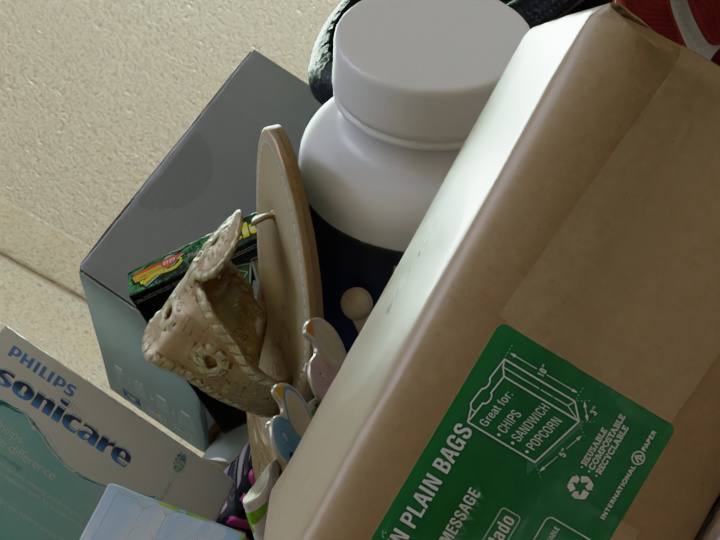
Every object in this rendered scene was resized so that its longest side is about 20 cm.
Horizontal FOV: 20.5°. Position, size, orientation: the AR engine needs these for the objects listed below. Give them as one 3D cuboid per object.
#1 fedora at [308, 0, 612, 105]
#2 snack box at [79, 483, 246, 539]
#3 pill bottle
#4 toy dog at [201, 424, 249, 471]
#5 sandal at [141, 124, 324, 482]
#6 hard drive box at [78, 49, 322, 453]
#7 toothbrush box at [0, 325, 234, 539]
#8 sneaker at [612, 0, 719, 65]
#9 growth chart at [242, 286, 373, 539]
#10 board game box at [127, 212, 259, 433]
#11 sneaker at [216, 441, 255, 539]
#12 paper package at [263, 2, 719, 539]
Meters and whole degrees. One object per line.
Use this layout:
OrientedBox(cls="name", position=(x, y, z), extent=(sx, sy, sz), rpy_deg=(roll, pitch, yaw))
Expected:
OrientedBox(cls="fedora", position=(0.075, -0.117, 0.990), extent=(0.200, 0.092, 0.201), rpy_deg=(-24, 28, 14))
OrientedBox(cls="snack box", position=(-0.104, 0.213, 0.812), extent=(0.200, 0.067, 0.169), rpy_deg=(90, -159, -54))
OrientedBox(cls="pill bottle", position=(0.027, -0.016, 0.859), extent=(0.111, 0.110, 0.201), rpy_deg=(-64, -19, -50))
OrientedBox(cls="toy dog", position=(-0.037, 0.113, 1.159), extent=(0.200, 0.096, 0.132), rpy_deg=(-56, -10, -3))
OrientedBox(cls="sandal", position=(-0.058, 0.037, 0.852), extent=(0.078, 0.069, 0.212), rpy_deg=(-116, 18, -44))
OrientedBox(cls="hard drive box", position=(-0.075, -0.004, 1.111), extent=(0.156, 0.077, 0.200), rpy_deg=(-53, -11, -18))
OrientedBox(cls="toothbrush box", position=(-0.172, 0.152, 0.973), extent=(0.085, 0.146, 0.201), rpy_deg=(-43, 17, 49))
OrientedBox(cls="sneaker", position=(0.130, -0.106, 0.903), extent=(0.201, 0.078, 0.116), rpy_deg=(-61, 4, -11))
OrientedBox(cls="growth chart", position=(-0.006, 0.112, 0.768), extent=(0.018, 0.145, 0.200), rpy_deg=(-10, 34, 26))
OrientedBox(cls="board game box", position=(0.000, 0.000, 0.950), extent=(0.199, 0.105, 0.024), rpy_deg=(-24, 37, 7))
OrientedBox(cls="sneaker", position=(-0.041, 0.116, 1.051), extent=(0.200, 0.074, 0.087), rpy_deg=(-57, -5, -7))
OrientedBox(cls="paper package", position=(0.058, 0.026, 0.627), extent=(0.201, 0.103, 0.191), rpy_deg=(-60, 2, 4))
